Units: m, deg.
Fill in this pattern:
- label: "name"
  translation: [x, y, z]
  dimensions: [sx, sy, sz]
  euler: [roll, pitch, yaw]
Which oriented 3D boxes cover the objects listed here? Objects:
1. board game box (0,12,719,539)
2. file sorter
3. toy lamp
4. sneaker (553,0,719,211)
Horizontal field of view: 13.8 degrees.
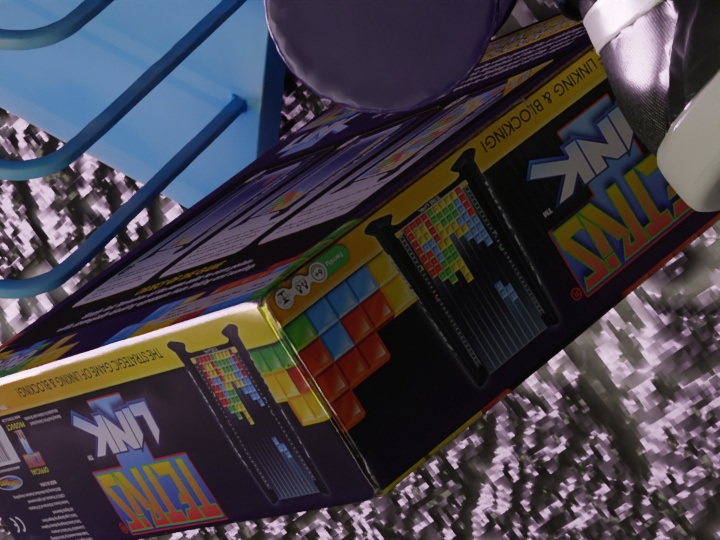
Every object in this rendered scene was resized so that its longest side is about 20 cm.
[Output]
- label: "board game box"
  translation: [0.000, 0.000, 0.762]
  dimensions: [0.057, 0.165, 0.200]
  euler: [59, 151, -9]
- label: "file sorter"
  translation: [-0.108, -0.082, 0.836]
  dimensions: [0.138, 0.123, 0.200]
  euler: [28, 140, 19]
- label: "toy lamp"
  translation: [0.011, -0.072, 0.733]
  dimensions: [0.058, 0.200, 0.058]
  euler: [1, 100, 5]
- label: "sneaker"
  translation: [0.097, -0.113, 0.617]
  dimensions: [0.112, 0.073, 0.200]
  euler: [53, 129, 17]
